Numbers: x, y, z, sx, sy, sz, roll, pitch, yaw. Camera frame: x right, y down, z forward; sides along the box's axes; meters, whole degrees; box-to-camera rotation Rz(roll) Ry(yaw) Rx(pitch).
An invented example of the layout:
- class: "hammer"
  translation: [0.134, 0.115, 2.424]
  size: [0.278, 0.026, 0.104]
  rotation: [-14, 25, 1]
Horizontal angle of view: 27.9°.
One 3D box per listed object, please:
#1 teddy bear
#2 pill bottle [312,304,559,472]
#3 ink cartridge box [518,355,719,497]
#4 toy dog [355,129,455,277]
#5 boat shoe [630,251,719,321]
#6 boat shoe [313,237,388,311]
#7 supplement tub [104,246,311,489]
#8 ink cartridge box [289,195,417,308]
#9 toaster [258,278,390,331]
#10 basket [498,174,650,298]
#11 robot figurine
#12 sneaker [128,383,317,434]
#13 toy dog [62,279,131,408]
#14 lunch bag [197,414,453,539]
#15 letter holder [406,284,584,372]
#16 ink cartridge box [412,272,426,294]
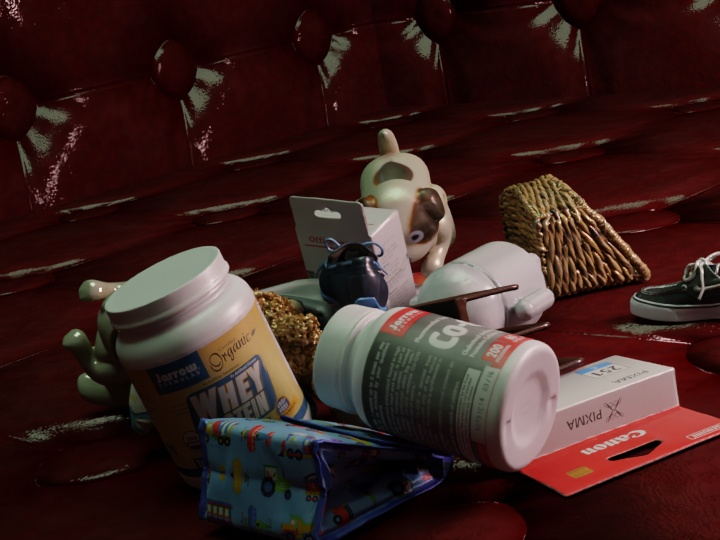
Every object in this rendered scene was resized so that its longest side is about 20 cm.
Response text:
- class: "teddy bear"
  translation: [-0.049, 0.087, 1.487]
  size: [0.067, 0.145, 0.200]
  rotation: [-46, 38, -8]
- class: "pill bottle"
  translation: [0.064, 0.096, 1.272]
  size: [0.199, 0.115, 0.114]
  rotation: [14, 24, 32]
- class: "ink cartridge box"
  translation: [0.214, 0.137, 1.334]
  size: [0.199, 0.045, 0.176]
  rotation: [-17, 13, -25]
- class: "toy dog"
  translation: [0.057, -0.075, 1.853]
  size: [0.138, 0.196, 0.200]
  rotation: [2, 13, 1]
- class: "boat shoe"
  translation: [0.401, 0.018, 1.652]
  size: [0.198, 0.069, 0.073]
  rotation: [-2, 15, 35]
- class: "boat shoe"
  translation: [0.000, 0.000, 1.580]
  size: [0.083, 0.069, 0.200]
  rotation: [-5, 8, -15]
- class: "supplement tub"
  translation: [-0.147, 0.094, 1.396]
  size: [0.144, 0.201, 0.145]
  rotation: [-23, 18, 8]
- class: "ink cartridge box"
  translation: [-0.004, -0.011, 1.745]
  size: [0.115, 0.201, 0.067]
  rotation: [8, 34, 35]
- class: "toaster"
  translation: [-0.050, 0.071, 1.682]
  size: [0.199, 0.115, 0.129]
  rotation: [1, 14, 36]
- class: "basket"
  translation: [0.278, -0.058, 1.916]
  size: [0.148, 0.144, 0.200]
  rotation: [-12, 13, -5]
- class: "robot figurine"
  translation: [0.141, 0.035, 1.679]
  size: [0.169, 0.114, 0.199]
  rotation: [-2, 15, 38]
- class: "sneaker"
  translation: [-0.145, 0.144, 1.532]
  size: [0.198, 0.082, 0.077]
  rotation: [9, 9, -6]
- class: "toy dog"
  translation: [-0.242, 0.085, 1.634]
  size: [0.193, 0.140, 0.200]
  rotation: [27, -20, 5]
- class: "lunch bag"
  translation: [-0.024, 0.176, 1.302]
  size: [0.150, 0.095, 0.199]
  rotation: [4, 5, 42]
- class: "letter holder"
  translation: [0.117, 0.071, 1.479]
  size: [0.141, 0.101, 0.200]
  rotation: [-15, 0, -27]
- class: "ink cartridge box"
  translation: [0.075, 0.043, 1.851]
  size: [0.161, 0.051, 0.200]
  rotation: [-9, 10, 9]
